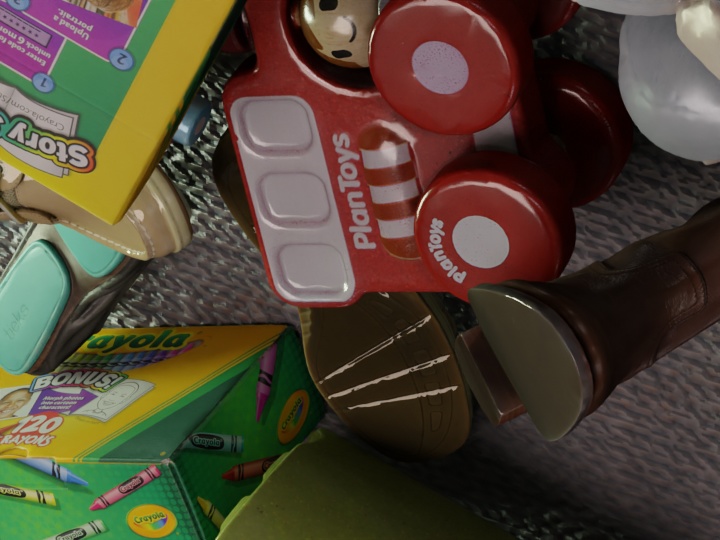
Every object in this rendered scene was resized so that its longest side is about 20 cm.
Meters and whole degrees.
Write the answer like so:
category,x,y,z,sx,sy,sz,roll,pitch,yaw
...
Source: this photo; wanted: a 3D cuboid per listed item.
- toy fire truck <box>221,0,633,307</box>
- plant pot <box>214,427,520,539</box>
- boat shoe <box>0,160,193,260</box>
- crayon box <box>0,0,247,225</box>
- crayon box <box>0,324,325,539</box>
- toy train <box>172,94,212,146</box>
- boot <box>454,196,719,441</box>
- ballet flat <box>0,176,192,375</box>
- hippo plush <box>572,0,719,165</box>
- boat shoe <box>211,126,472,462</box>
category,x,y,z,sx,sy,sz,roll,pitch,yaw
toy fire truck,0.014,-0.074,1.273,0.168,0.112,0.200,-2,120,25
plant pot,0.016,0.177,1.419,0.190,0.200,0.200,39,135,8
boat shoe,-0.160,-0.048,1.347,0.200,0.065,0.072,30,150,30
crayon box,-0.144,-0.136,1.194,0.200,0.058,0.173,31,132,-2
crayon box,-0.133,0.083,1.500,0.200,0.119,0.058,-2,120,35
toy train,-0.141,-0.115,1.368,0.200,0.056,0.150,28,175,15
boot,0.140,-0.006,1.165,0.064,0.200,0.186,65,172,-2
ballet flat,-0.127,-0.018,1.456,0.068,0.068,0.200,56,143,11
hippo plush,0.153,-0.132,1.150,0.159,0.200,0.161,50,165,17
boat shoe,-0.003,0.000,1.402,0.073,0.063,0.201,-22,116,24
